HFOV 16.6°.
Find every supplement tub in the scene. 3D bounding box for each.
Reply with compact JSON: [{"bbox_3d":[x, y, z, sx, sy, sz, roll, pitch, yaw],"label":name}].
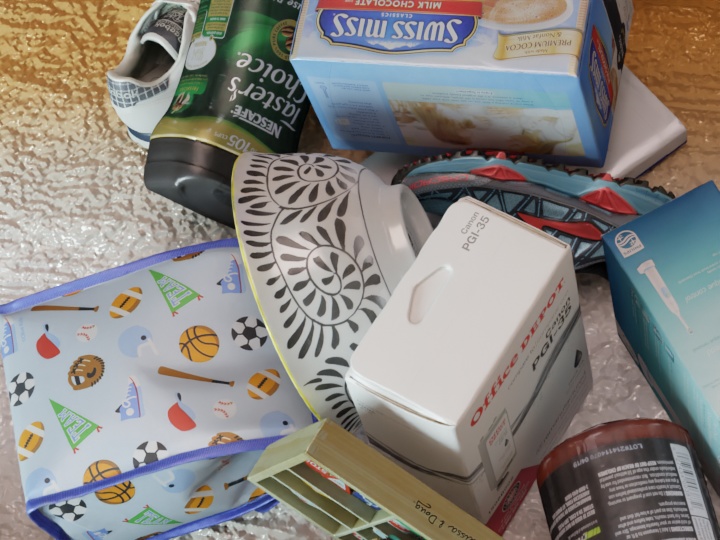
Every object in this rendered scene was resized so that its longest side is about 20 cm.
[{"bbox_3d":[0.181,0.200,1.537,0.107,0.107,0.200,-14,61,3],"label":"supplement tub"}]

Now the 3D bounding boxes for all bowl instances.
[{"bbox_3d":[0.000,0.000,1.614,0.094,0.201,0.201,-21,59,14],"label":"bowl"}]

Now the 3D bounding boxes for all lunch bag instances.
[{"bbox_3d":[-0.124,0.083,1.648,0.200,0.124,0.170,-21,59,8],"label":"lunch bag"}]

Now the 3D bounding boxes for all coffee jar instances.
[{"bbox_3d":[-0.079,-0.132,1.747,0.085,0.104,0.200,2,71,55],"label":"coffee jar"}]

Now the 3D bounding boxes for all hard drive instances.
[{"bbox_3d":[0.112,-0.081,1.747,0.200,0.025,0.132,-36,62,-10],"label":"hard drive"}]

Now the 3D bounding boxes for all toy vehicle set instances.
[{"bbox_3d":[0.034,0.165,1.523,0.200,0.124,0.027,35,70,-8],"label":"toy vehicle set"}]

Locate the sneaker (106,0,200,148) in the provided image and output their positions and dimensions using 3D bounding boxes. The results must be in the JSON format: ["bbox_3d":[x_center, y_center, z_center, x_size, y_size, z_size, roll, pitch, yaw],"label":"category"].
[{"bbox_3d":[-0.112,-0.183,1.809,0.076,0.081,0.200,18,64,32],"label":"sneaker"}]

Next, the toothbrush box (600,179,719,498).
[{"bbox_3d":[0.240,0.067,1.574,0.085,0.146,0.200,-26,60,-4],"label":"toothbrush box"}]

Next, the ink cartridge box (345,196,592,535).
[{"bbox_3d":[0.073,0.069,1.572,0.083,0.200,0.147,26,70,21],"label":"ink cartridge box"}]

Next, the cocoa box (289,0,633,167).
[{"bbox_3d":[0.070,-0.159,1.665,0.200,0.133,0.131,5,66,16],"label":"cocoa box"}]

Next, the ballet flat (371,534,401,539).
[{"bbox_3d":[0.058,0.245,1.511,0.071,0.200,0.071,-37,21,17],"label":"ballet flat"}]

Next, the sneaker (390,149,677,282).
[{"bbox_3d":[0.116,-0.025,1.663,0.200,0.079,0.096,10,82,-3],"label":"sneaker"}]
